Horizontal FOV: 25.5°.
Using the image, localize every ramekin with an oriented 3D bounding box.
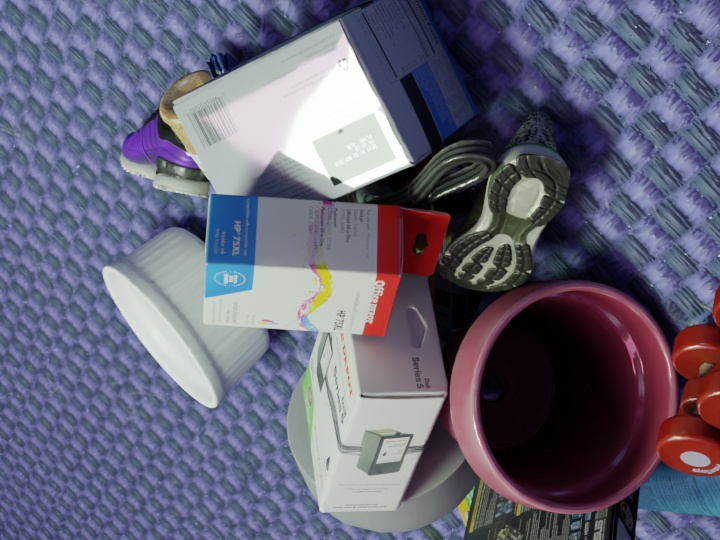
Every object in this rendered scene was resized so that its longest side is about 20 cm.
[{"bbox_3d":[-0.193,0.047,1.803,0.200,0.098,0.201,44,161,20],"label":"ramekin"}]

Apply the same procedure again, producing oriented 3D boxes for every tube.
[{"bbox_3d":[0.293,0.200,1.487,0.199,0.051,0.078,-2,135,46],"label":"tube"}]

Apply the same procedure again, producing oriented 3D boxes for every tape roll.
[{"bbox_3d":[0.029,0.157,1.595,0.199,0.201,0.066,27,156,28],"label":"tape roll"}]

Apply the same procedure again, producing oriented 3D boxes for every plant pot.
[{"bbox_3d":[0.155,0.107,1.423,0.201,0.200,0.179,53,164,-12],"label":"plant pot"}]

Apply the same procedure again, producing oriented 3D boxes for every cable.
[{"bbox_3d":[0.042,-0.066,1.334,0.096,0.051,0.200,13,146,-14],"label":"cable"}]

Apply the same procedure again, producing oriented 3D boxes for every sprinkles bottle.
[{"bbox_3d":[-0.120,-0.105,1.563,0.068,0.068,0.200,15,151,40],"label":"sprinkles bottle"}]

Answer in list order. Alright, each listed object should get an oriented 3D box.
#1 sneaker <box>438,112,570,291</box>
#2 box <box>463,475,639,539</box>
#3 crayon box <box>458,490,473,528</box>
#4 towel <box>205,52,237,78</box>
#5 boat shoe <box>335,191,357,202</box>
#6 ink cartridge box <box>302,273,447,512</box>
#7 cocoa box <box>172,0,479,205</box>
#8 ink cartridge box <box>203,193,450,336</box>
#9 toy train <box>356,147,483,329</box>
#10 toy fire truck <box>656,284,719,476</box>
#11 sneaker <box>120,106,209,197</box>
[{"bbox_3d":[0.127,-0.056,1.355,0.076,0.089,0.200,22,140,-8],"label":"sneaker"},{"bbox_3d":[0.174,0.222,1.455,0.160,0.201,0.049,-20,116,24],"label":"box"},{"bbox_3d":[0.179,0.249,1.664,0.172,0.058,0.201,15,137,42],"label":"crayon box"},{"bbox_3d":[-0.094,-0.089,1.474,0.024,0.202,0.145,-17,156,13],"label":"towel"},{"bbox_3d":[0.000,0.000,1.563,0.072,0.062,0.202,10,126,56],"label":"boat shoe"},{"bbox_3d":[0.009,0.109,1.461,0.201,0.083,0.147,108,158,-50],"label":"ink cartridge box"},{"bbox_3d":[-0.028,-0.135,1.337,0.199,0.131,0.134,-21,101,37],"label":"cocoa box"},{"bbox_3d":[-0.030,-0.002,1.324,0.198,0.068,0.116,4,153,-4],"label":"ink cartridge box"},{"bbox_3d":[0.060,-0.033,1.469,0.113,0.085,0.201,18,139,18],"label":"toy train"},{"bbox_3d":[0.341,0.102,1.277,0.166,0.113,0.200,20,148,-3],"label":"toy fire truck"},{"bbox_3d":[-0.193,-0.140,1.660,0.200,0.069,0.101,29,110,62],"label":"sneaker"}]
